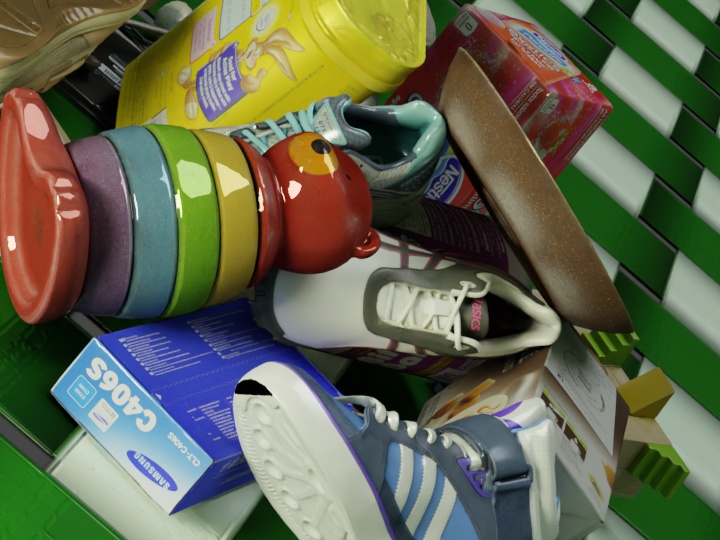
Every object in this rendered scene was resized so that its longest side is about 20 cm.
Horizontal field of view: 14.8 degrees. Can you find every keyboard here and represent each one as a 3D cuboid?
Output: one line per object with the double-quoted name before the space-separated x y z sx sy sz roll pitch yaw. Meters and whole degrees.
"keyboard" -0.161 -0.121 1.835 0.200 0.040 0.104 41 42 -4

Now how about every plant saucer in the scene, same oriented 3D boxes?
"plant saucer" 0.098 -0.040 1.662 0.201 0.037 0.200 59 0 1

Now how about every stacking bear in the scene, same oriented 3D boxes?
"stacking bear" -0.088 -0.032 1.507 0.199 0.114 0.122 -4 40 -22

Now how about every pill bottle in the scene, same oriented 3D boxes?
"pill bottle" 0.000 0.000 1.719 0.200 0.112 0.112 15 31 -35

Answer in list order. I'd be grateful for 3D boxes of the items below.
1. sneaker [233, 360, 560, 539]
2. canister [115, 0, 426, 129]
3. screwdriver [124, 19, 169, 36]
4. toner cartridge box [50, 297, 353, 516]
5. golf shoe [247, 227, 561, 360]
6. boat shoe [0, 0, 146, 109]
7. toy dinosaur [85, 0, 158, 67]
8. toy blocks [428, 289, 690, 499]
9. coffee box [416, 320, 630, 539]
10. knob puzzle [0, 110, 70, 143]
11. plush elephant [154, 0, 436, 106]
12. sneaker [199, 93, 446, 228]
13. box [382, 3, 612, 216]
"sneaker" 0.031 0.095 1.472 0.080 0.146 0.200 1 -52 55
"canister" -0.059 -0.130 1.727 0.086 0.200 0.149 37 33 -28
"screwdriver" -0.160 -0.162 1.826 0.200 0.029 0.028 17 47 -30
"toner cartridge box" -0.083 0.071 1.523 0.095 0.043 0.200 44 19 12
"golf shoe" 0.027 0.014 1.608 0.200 0.077 0.088 5 4 -40
"boat shoe" -0.194 -0.142 1.627 0.071 0.065 0.200 38 31 9
"toy dinosaur" -0.189 -0.201 1.733 0.200 0.136 0.086 19 13 -23
"toy blocks" 0.112 0.076 1.840 0.136 0.100 0.200 10 35 -38
"coffee box" 0.088 0.112 1.633 0.080 0.114 0.200 53 18 -8
"knob puzzle" -0.236 -0.109 1.646 0.219 0.030 0.220 35 19 -14
"plush elephant" -0.013 -0.155 1.981 0.200 0.155 0.165 19 29 -47
"sneaker" -0.040 -0.069 1.605 0.200 0.086 0.078 -10 65 -31
"box" 0.063 -0.072 1.877 0.096 0.200 0.100 48 20 24
